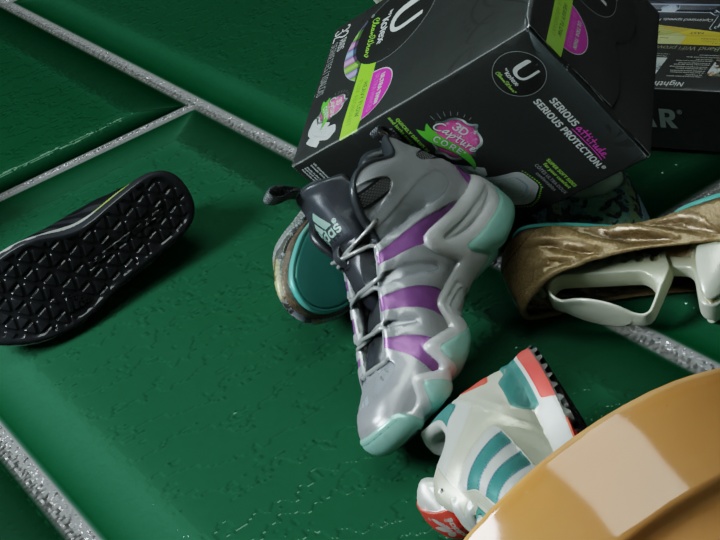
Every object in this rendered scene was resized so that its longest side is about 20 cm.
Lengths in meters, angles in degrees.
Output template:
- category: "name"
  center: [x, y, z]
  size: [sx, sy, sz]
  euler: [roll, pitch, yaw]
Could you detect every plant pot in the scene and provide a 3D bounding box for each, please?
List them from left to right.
- category: "plant pot"
  center: [0.133, 0.154, 0.513]
  size: [0.200, 0.201, 0.140]
  euler: [-25, 48, -17]

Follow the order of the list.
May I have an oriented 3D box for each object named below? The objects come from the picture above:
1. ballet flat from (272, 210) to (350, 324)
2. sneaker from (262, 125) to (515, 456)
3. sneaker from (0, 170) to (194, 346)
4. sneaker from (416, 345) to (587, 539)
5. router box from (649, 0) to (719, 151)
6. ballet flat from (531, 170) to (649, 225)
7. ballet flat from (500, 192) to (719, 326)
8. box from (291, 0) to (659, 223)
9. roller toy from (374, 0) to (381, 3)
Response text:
- category: "ballet flat"
  center: [-0.020, -0.020, 0.981]
  size: [0.072, 0.072, 0.200]
  euler: [2, 34, 25]
- category: "sneaker"
  center: [0.000, 0.000, 0.826]
  size: [0.078, 0.140, 0.200]
  euler: [-43, 19, 48]
- category: "sneaker"
  center: [-0.207, -0.005, 1.043]
  size: [0.200, 0.072, 0.083]
  euler: [-32, 11, -29]
- category: "sneaker"
  center: [0.081, 0.123, 0.706]
  size: [0.093, 0.070, 0.200]
  euler: [-30, 31, 9]
- category: "router box"
  center: [0.223, -0.156, 1.096]
  size: [0.199, 0.052, 0.157]
  euler: [8, 38, 33]
- category: "ballet flat"
  center: [0.140, -0.075, 0.986]
  size: [0.074, 0.074, 0.200]
  euler: [-19, 31, -8]
- category: "ballet flat"
  center: [0.183, -0.001, 0.860]
  size: [0.199, 0.068, 0.073]
  euler: [-6, 52, 14]
- category: "box"
  center: [0.078, -0.119, 0.931]
  size: [0.200, 0.124, 0.149]
  euler: [-26, 35, 37]
- category: "roller toy"
  center: [0.100, -0.276, 1.211]
  size: [0.182, 0.201, 0.140]
  euler: [-17, 31, -16]
